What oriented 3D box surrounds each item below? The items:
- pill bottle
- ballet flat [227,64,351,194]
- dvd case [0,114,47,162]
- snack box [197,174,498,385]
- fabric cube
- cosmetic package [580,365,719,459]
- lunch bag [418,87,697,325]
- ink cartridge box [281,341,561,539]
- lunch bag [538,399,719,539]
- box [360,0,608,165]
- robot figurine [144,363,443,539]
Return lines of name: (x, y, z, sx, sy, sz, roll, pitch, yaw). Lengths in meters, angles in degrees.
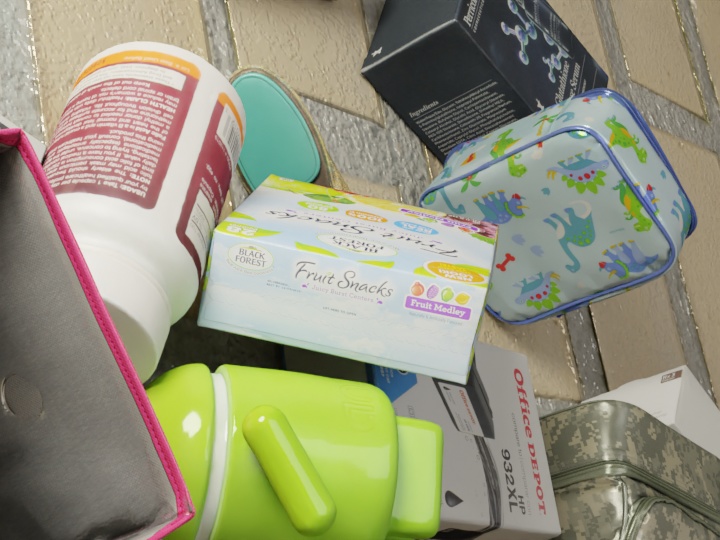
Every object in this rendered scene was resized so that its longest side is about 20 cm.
pill bottle: (-0.143, -0.032, 0.959, 0.114, 0.114, 0.200, 43, 40, -29)
ballet flat: (-0.039, -0.058, 1.168, 0.200, 0.071, 0.071, 60, 34, -7)
dvd case: (-0.272, -0.068, 0.856, 0.200, 0.025, 0.151, 35, 41, -25)
snack box: (0.000, 0.000, 1.032, 0.200, 0.168, 0.068, -66, 168, -75)
fabric cube: (-0.234, 0.078, 0.694, 0.200, 0.199, 0.197, -24, 90, -56)
cosmetic package: (0.283, 0.189, 1.401, 0.200, 0.113, 0.081, 48, 37, -21)
lunch bag: (0.160, -0.046, 1.300, 0.161, 0.200, 0.083, 53, 43, -15)
ink cartridge box: (0.046, 0.122, 1.144, 0.200, 0.084, 0.146, 18, 56, -48)
lunch bag: (0.204, 0.215, 1.252, 0.200, 0.139, 0.168, 33, 47, -43)
box: (0.113, -0.170, 1.396, 0.200, 0.107, 0.149, 45, 40, -27)
robot figurine: (-0.054, 0.116, 0.941, 0.199, 0.175, 0.116, 9, 75, -16)
